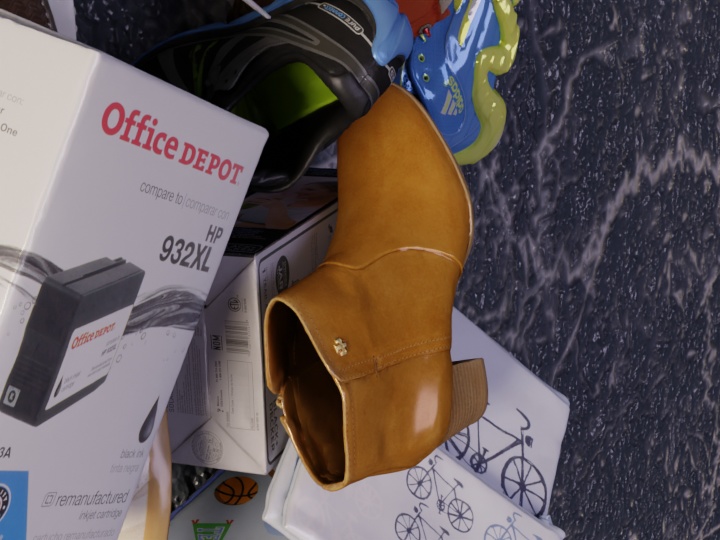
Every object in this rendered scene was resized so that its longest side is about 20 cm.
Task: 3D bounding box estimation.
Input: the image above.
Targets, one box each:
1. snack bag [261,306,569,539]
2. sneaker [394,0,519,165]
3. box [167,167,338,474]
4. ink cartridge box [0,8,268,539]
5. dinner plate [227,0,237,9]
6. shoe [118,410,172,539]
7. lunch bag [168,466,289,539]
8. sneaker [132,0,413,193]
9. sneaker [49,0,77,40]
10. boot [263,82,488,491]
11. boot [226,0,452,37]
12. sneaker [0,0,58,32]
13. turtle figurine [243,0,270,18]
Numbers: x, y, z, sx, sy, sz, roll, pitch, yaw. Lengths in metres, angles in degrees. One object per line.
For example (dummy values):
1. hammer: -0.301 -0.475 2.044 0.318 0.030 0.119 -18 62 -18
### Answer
1. snack bag: 0.046 0.101 0.847 0.188 0.021 0.201 39 48 -23
2. sneaker: 0.052 -0.158 0.977 0.105 0.075 0.203 -24 118 -49
3. box: -0.043 0.020 0.852 0.200 0.059 0.118 -40 130 -64
4. ink cartridge box: -0.131 0.012 0.614 0.145 0.083 0.202 18 93 -67
5. dinner plate: -0.036 -0.230 0.881 0.199 0.024 0.203 -16 109 -52
6. shoe: -0.116 0.062 0.732 0.053 0.070 0.203 2 103 -13
7. lunch bag: -0.036 0.172 0.855 0.200 0.159 0.076 -43 135 -41
8. sneaker: -0.064 -0.074 0.740 0.071 0.198 0.083 47 44 -26
9. sneaker: -0.179 -0.159 0.675 0.081 0.074 0.202 -19 122 -19
10. boot: 0.000 0.001 0.780 0.143 0.070 0.204 -9 83 -56
11. boot: -0.009 -0.129 0.818 0.106 0.075 0.201 17 122 -27
12. sneaker: -0.195 -0.126 0.625 0.201 0.084 0.073 58 48 -37
13. turtle figurine: -0.088 -0.187 0.676 0.201 0.099 0.151 78 21 -47
